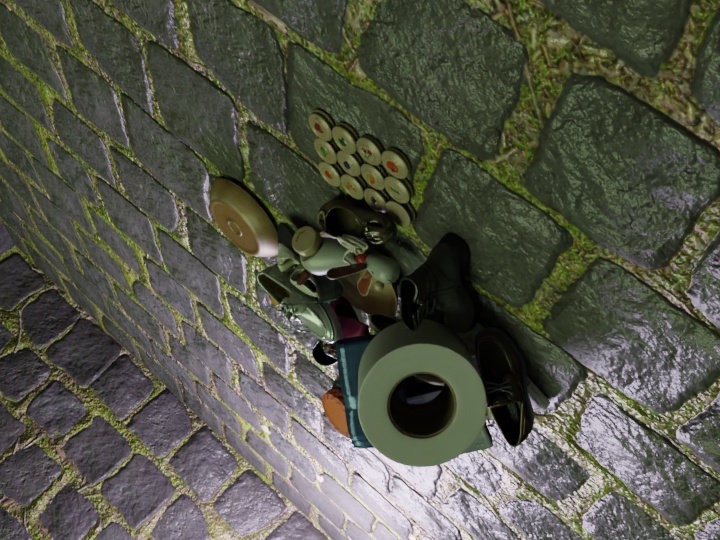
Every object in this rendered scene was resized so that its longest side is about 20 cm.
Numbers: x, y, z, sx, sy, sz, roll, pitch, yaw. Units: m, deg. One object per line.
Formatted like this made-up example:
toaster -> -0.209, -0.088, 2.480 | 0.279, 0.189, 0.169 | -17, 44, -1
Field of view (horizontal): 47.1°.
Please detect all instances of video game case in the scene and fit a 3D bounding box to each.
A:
video game case -> 0.214, 0.182, 1.441 | 0.182, 0.023, 0.200 | 47, 155, -3

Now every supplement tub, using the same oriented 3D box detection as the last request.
supplement tub -> 0.032, 0.221, 1.550 | 0.122, 0.199, 0.123 | 35, 141, 34

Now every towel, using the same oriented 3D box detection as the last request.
towel -> 0.023, 0.207, 1.428 | 0.049, 0.111, 0.202 | -69, -29, -74

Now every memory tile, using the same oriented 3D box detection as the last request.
memory tile -> 0.001, -0.156, 1.280 | 0.199, 0.017, 0.154 | 31, 151, 28

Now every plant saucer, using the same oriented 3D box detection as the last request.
plant saucer -> -0.249, -0.098, 1.709 | 0.200, 0.035, 0.201 | 36, 154, 21
plant saucer -> 0.000, 0.000, 1.488 | 0.200, 0.035, 0.201 | 35, 152, 22

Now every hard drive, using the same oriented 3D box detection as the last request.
hard drive -> 0.151, 0.271, 1.514 | 0.139, 0.033, 0.201 | -15, 131, 14

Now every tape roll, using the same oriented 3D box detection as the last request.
tape roll -> 0.094, 0.192, 1.323 | 0.203, 0.202, 0.139 | 51, -173, -10

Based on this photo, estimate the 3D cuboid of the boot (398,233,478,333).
boot -> 0.112, 0.051, 1.271 | 0.070, 0.132, 0.201 | 23, 144, 38

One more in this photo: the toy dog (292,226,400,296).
toy dog -> -0.038, -0.002, 1.370 | 0.131, 0.097, 0.199 | 27, 173, -36

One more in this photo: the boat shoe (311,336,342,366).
boat shoe -> -0.050, 0.159, 1.770 | 0.074, 0.063, 0.201 | 48, 153, 1

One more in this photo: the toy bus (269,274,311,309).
toy bus -> -0.119, 0.026, 1.657 | 0.065, 0.078, 0.200 | 47, 155, -3

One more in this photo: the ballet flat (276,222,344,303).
ballet flat -> -0.112, -0.011, 1.527 | 0.200, 0.073, 0.073 | 47, 158, 27

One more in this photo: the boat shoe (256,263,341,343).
boat shoe -> -0.124, 0.066, 1.529 | 0.202, 0.086, 0.075 | 48, 133, 22

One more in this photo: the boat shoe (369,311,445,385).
boat shoe -> 0.095, 0.133, 1.440 | 0.199, 0.072, 0.065 | 29, 152, 32

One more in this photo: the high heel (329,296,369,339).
high heel -> -0.015, 0.086, 1.567 | 0.200, 0.067, 0.097 | -108, 38, -53

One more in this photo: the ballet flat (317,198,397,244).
ballet flat -> -0.017, -0.075, 1.346 | 0.199, 0.046, 0.068 | 17, 124, 51

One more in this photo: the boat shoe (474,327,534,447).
boat shoe -> 0.232, 0.189, 1.321 | 0.072, 0.072, 0.201 | -17, 106, 25
